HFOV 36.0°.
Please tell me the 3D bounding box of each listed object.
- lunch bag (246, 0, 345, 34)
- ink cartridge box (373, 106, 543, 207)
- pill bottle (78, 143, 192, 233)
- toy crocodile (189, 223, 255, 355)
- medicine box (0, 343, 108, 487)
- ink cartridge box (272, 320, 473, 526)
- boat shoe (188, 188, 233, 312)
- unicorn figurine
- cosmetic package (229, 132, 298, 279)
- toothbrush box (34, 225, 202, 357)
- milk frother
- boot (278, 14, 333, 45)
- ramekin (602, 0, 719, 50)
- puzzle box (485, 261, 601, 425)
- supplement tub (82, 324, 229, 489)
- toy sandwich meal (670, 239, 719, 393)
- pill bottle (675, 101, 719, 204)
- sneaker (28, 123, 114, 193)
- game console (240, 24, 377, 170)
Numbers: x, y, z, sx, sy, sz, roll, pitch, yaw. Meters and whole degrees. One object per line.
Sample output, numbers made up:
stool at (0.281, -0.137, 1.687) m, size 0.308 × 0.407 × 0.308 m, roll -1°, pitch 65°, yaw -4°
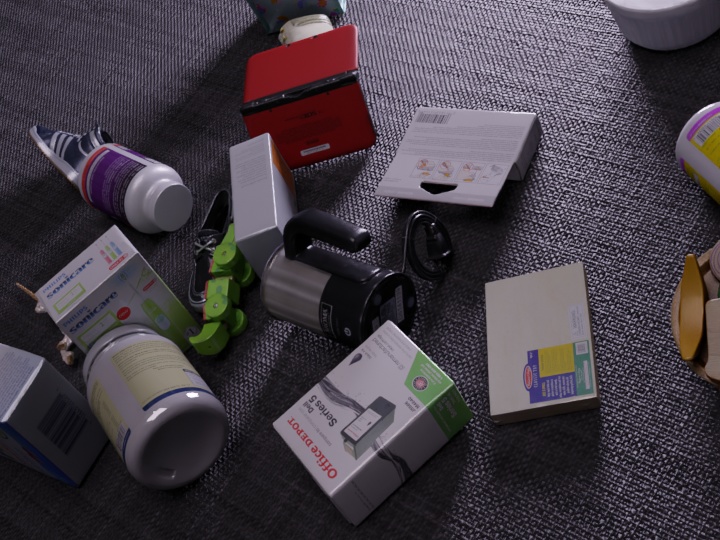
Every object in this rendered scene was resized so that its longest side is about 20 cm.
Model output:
lunch bag at (-0.132, -0.534, 1.936) m, size 0.168 × 0.201 × 0.123 m, roll -11°, pitch 49°, yaw 20°
ink cartridge box at (0.140, -0.153, 1.589) m, size 0.198 × 0.045 × 0.178 m, roll 8°, pitch 58°, yaw 34°
pill bottle at (-0.361, -0.129, 1.790) m, size 0.199 × 0.113 × 0.113 m, roll 25°, pitch 68°, yaw 40°
toy crocodile at (-0.197, 0.026, 1.595) m, size 0.061 × 0.068 × 0.203 m, roll -4°, pitch 62°, yaw 22°
medicine box at (-0.477, 0.191, 1.543) m, size 0.198 × 0.183 × 0.104 m, roll 11°, pitch 59°, yaw 34°
ink cartridge box at (0.014, 0.184, 1.355) m, size 0.200 × 0.084 × 0.145 m, roll -41°, pitch 46°, yaw -8°
boat shoe at (-0.221, -0.034, 1.669) m, size 0.071 × 0.068 × 0.202 m, roll -1°, pitch 54°, yaw 27°
unicorn figurine at (-0.431, 0.072, 1.703) m, size 0.197 × 0.075 × 0.138 m, roll -11°, pitch 38°, yaw 1°
cosmetic package at (-0.141, -0.095, 1.654) m, size 0.070 × 0.102 × 0.202 m, roll -19°, pitch 48°, yaw 12°
toothbrush box at (-0.334, 0.062, 1.561) m, size 0.145 × 0.201 × 0.086 m, roll -41°, pitch 46°, yaw -10°
milk frother at (0.000, 0.000, 1.498) m, size 0.186 × 0.184 × 0.199 m, roll 19°, pitch 21°, yaw 37°
boot at (-0.116, -0.348, 1.866) m, size 0.198 × 0.072 × 0.155 m, roll -28°, pitch 46°, yaw -3°
ramekin at (0.448, -0.406, 1.596) m, size 0.199 × 0.095 × 0.205 m, roll -15°, pitch 48°, yaw 17°
puzzle box at (0.221, 0.088, 1.364) m, size 0.131 × 0.026 × 0.202 m, roll -12°, pitch 50°, yaw 19°
supplement tub at (-0.277, 0.176, 1.475) m, size 0.145 × 0.146 × 0.200 m, roll -40°, pitch 46°, yaw -7°
toy sandwich meal at (0.431, 0.047, 1.229) m, size 0.202 × 0.070 × 0.208 m, roll -12°, pitch 63°, yaw 25°
pill bottle at (0.476, -0.111, 1.335) m, size 0.103 × 0.105 × 0.201 m, roll -32°, pitch 46°, yaw 0°
sneaker at (-0.507, -0.225, 1.974) m, size 0.109 × 0.070 × 0.200 m, roll -45°, pitch 54°, yaw -5°
game console at (-0.078, -0.268, 1.752) m, size 0.197 × 0.175 × 0.119 m, roll -13°, pitch 21°, yaw 18°
